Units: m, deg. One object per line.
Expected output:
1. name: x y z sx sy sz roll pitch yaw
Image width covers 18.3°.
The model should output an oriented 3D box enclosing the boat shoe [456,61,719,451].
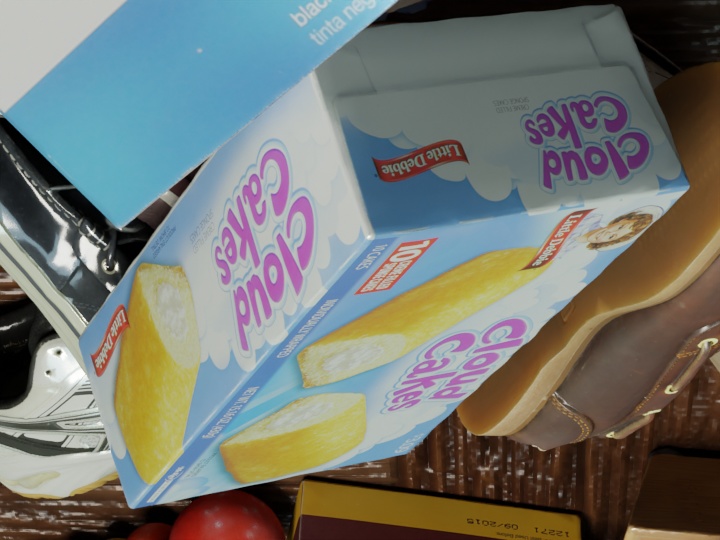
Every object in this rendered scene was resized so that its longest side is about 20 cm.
1. boat shoe: 0.103 -0.001 0.757 0.070 0.071 0.200 9 149 -22

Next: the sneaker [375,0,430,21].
1. sneaker: 0.034 -0.161 0.668 0.085 0.077 0.200 33 124 -18

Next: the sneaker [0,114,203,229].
1. sneaker: -0.048 -0.074 0.761 0.199 0.076 0.115 28 130 -25

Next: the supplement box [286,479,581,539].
1. supplement box: 0.018 0.240 1.022 0.132 0.201 0.198 8 139 -6

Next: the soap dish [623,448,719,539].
1. soap dish: 0.181 0.165 1.018 0.156 0.082 0.201 5 140 -2

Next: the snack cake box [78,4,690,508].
1. snack cake box: 0.000 0.000 0.706 0.114 0.068 0.200 -8 157 -30

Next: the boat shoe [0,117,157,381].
1. boat shoe: -0.095 -0.014 0.811 0.062 0.075 0.200 -33 104 10

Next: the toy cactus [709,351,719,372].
1. toy cactus: 0.165 0.053 0.785 0.102 0.165 0.201 -25 143 -30

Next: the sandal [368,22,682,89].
1. sandal: 0.064 -0.061 0.774 0.206 0.060 0.079 19 138 -39

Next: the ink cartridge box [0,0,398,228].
1. ink cartridge box: -0.065 -0.151 0.572 0.200 0.147 0.146 44 128 -14

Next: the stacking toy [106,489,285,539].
1. stacking toy: -0.118 0.158 1.037 0.199 0.086 0.085 -27 132 22

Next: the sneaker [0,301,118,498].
1. sneaker: -0.087 0.035 0.886 0.199 0.076 0.088 -19 135 22
